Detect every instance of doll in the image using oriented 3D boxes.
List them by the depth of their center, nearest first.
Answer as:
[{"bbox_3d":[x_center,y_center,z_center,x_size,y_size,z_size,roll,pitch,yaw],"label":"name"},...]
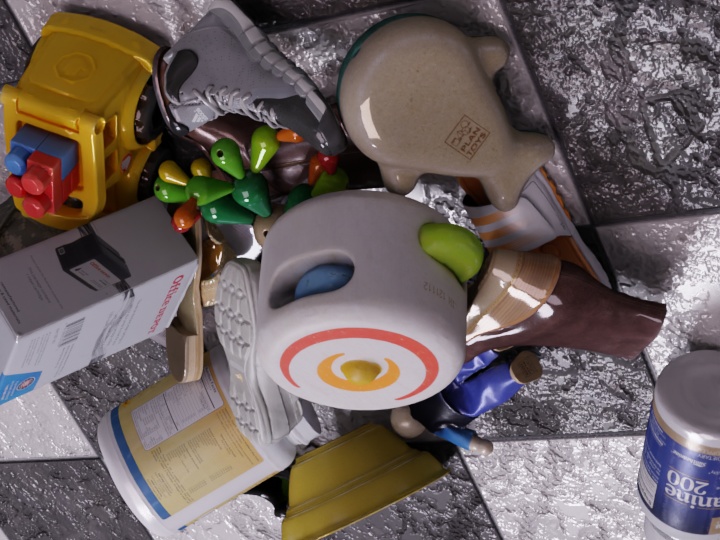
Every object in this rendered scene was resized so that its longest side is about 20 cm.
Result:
[{"bbox_3d":[0.094,0.123,1.643,0.137,0.048,0.200,54,136,0],"label":"doll"}]

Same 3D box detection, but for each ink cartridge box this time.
[{"bbox_3d":[-0.267,0.029,1.543,0.084,0.199,0.145,55,146,15],"label":"ink cartridge box"}]

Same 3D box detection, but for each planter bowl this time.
[{"bbox_3d":[-0.011,0.214,1.718,0.200,0.199,0.084,-30,83,42],"label":"planter bowl"}]

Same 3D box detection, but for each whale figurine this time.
[{"bbox_3d":[0.069,-0.134,1.400,0.199,0.104,0.160,31,101,-24],"label":"whale figurine"}]

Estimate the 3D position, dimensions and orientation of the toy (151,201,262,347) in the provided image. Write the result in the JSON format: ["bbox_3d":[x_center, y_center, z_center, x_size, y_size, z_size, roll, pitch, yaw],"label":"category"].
[{"bbox_3d":[-0.186,-0.013,1.670,0.115,0.047,0.200,32,125,-16],"label":"toy"}]

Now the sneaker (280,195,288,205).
[{"bbox_3d":[0.000,0.000,1.570,0.199,0.071,0.073,38,136,-4],"label":"sneaker"}]

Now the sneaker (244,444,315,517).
[{"bbox_3d":[-0.122,0.195,1.800,0.200,0.088,0.074,43,135,-12],"label":"sneaker"}]

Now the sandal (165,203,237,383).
[{"bbox_3d":[-0.148,0.007,1.616,0.078,0.069,0.214,41,133,51],"label":"sandal"}]

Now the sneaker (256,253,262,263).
[{"bbox_3d":[-0.034,0.065,1.641,0.200,0.074,0.088,41,148,6],"label":"sneaker"}]

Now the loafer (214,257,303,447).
[{"bbox_3d":[-0.092,0.073,1.572,0.070,0.069,0.202,30,136,43],"label":"loafer"}]

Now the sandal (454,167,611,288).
[{"bbox_3d":[0.155,-0.025,1.473,0.079,0.059,0.207,-24,114,41],"label":"sandal"}]

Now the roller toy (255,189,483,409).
[{"bbox_3d":[0.001,0.035,1.418,0.180,0.141,0.201,8,148,-9],"label":"roller toy"}]

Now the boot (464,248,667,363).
[{"bbox_3d":[0.168,0.056,1.484,0.165,0.073,0.200,19,151,-5],"label":"boot"}]

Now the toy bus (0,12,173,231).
[{"bbox_3d":[-0.268,-0.105,1.536,0.134,0.193,0.201,18,137,11],"label":"toy bus"}]

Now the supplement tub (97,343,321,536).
[{"bbox_3d":[-0.154,0.166,1.699,0.199,0.145,0.145,-31,116,3],"label":"supplement tub"}]

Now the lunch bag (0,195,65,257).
[{"bbox_3d":[-0.376,0.019,1.699,0.117,0.201,0.164,42,136,-13],"label":"lunch bag"}]

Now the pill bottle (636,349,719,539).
[{"bbox_3d":[0.316,0.181,1.533,0.110,0.111,0.202,15,134,15],"label":"pill bottle"}]

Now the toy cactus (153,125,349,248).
[{"bbox_3d":[-0.088,-0.054,1.491,0.198,0.103,0.165,-11,140,20],"label":"toy cactus"}]

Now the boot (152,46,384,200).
[{"bbox_3d":[-0.071,-0.140,1.490,0.198,0.065,0.187,-5,135,33],"label":"boot"}]

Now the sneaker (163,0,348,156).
[{"bbox_3d":[-0.102,-0.139,1.415,0.200,0.115,0.075,48,174,33],"label":"sneaker"}]
